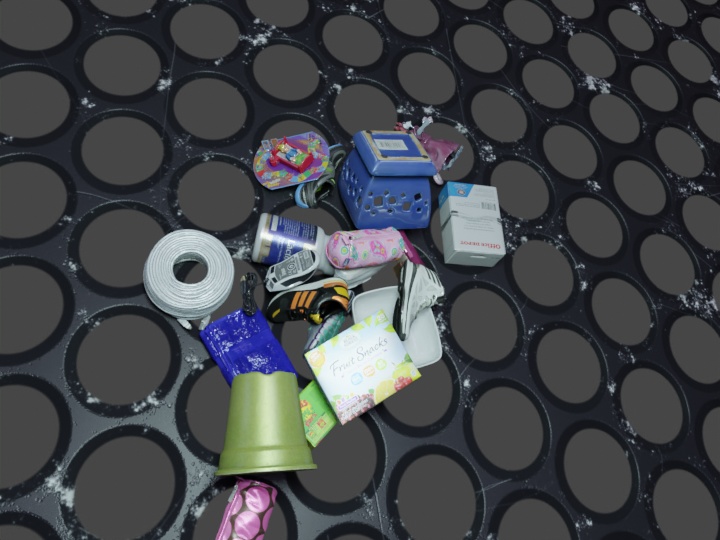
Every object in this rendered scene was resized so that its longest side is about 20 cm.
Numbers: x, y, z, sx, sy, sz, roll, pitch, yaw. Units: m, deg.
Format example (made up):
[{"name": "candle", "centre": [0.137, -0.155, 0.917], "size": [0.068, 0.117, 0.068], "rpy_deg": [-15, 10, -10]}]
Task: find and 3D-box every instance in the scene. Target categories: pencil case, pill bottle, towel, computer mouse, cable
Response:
[{"name": "pencil case", "centre": [-0.235, 0.504, 1.195], "size": [0.094, 0.090, 0.203], "rpy_deg": [43, 51, -38]}, {"name": "pill bottle", "centre": [-0.148, -0.056, 1.459], "size": [0.196, 0.116, 0.118], "rpy_deg": [13, 63, -11]}, {"name": "pencil case", "centre": [0.014, -0.054, 1.433], "size": [0.198, 0.087, 0.089], "rpy_deg": [-7, 66, -45]}, {"name": "towel", "centre": [-0.242, 0.181, 1.361], "size": [0.146, 0.050, 0.202], "rpy_deg": [-28, 77, -25]}, {"name": "computer mouse", "centre": [-0.174, 0.020, 1.388], "size": [0.197, 0.044, 0.111], "rpy_deg": [-23, 45, 5]}, {"name": "cable", "centre": [-0.381, 0.007, 1.386], "size": [0.198, 0.069, 0.201], "rpy_deg": [33, 61, 0]}]

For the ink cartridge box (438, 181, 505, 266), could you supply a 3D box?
[{"name": "ink cartridge box", "centre": [0.290, -0.121, 1.639], "size": [0.144, 0.086, 0.204], "rpy_deg": [5, 66, -14]}]

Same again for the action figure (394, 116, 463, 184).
[{"name": "action figure", "centre": [0.176, -0.345, 1.721], "size": [0.198, 0.134, 0.151], "rpy_deg": [27, 103, 11]}]

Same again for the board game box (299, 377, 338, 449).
[{"name": "board game box", "centre": [-0.073, 0.281, 1.368], "size": [0.101, 0.048, 0.200], "rpy_deg": [43, 61, 6]}]

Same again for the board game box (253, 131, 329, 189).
[{"name": "board game box", "centre": [-0.177, -0.287, 1.555], "size": [0.196, 0.039, 0.160], "rpy_deg": [-12, 59, 2]}]

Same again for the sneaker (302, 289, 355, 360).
[{"name": "sneaker", "centre": [-0.093, 0.118, 1.437], "size": [0.086, 0.075, 0.201], "rpy_deg": [22, 57, 21]}]

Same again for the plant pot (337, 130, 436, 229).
[{"name": "plant pot", "centre": [0.068, -0.230, 1.532], "size": [0.196, 0.182, 0.202], "rpy_deg": [-3, 42, -18]}]

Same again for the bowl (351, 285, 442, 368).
[{"name": "bowl", "centre": [0.077, 0.144, 1.461], "size": [0.196, 0.075, 0.203], "rpy_deg": [-8, 69, -19]}]

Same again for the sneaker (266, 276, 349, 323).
[{"name": "sneaker", "centre": [-0.118, 0.083, 1.383], "size": [0.197, 0.071, 0.091], "rpy_deg": [-19, 42, 7]}]

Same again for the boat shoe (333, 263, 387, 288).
[{"name": "boat shoe", "centre": [0.000, 0.000, 1.494], "size": [0.072, 0.069, 0.199], "rpy_deg": [35, 32, 13]}]

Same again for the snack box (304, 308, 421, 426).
[{"name": "snack box", "centre": [0.002, 0.207, 1.336], "size": [0.198, 0.068, 0.170], "rpy_deg": [-28, 78, -14]}]

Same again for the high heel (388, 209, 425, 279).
[{"name": "high heel", "centre": [0.112, -0.060, 1.584], "size": [0.095, 0.067, 0.204], "rpy_deg": [7, 63, -37]}]

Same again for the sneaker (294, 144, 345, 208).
[{"name": "sneaker", "centre": [-0.088, -0.231, 1.574], "size": [0.082, 0.071, 0.201], "rpy_deg": [21, 65, 22]}]

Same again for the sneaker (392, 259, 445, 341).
[{"name": "sneaker", "centre": [0.140, 0.075, 1.429], "size": [0.113, 0.076, 0.204], "rpy_deg": [15, 60, -8]}]

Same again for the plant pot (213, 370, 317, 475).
[{"name": "plant pot", "centre": [-0.188, 0.300, 1.228], "size": [0.196, 0.201, 0.188], "rpy_deg": [1, 71, -16]}]
